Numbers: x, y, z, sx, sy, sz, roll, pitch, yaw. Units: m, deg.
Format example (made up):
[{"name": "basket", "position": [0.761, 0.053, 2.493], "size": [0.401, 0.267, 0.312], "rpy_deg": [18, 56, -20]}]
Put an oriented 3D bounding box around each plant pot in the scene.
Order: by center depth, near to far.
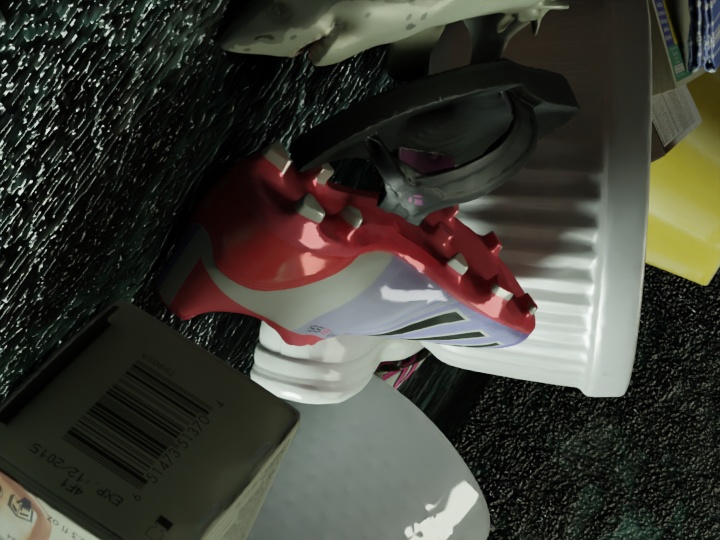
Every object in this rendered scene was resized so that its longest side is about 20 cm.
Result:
[{"name": "plant pot", "position": [0.210, -0.094, 1.389], "size": [0.202, 0.188, 0.201], "rpy_deg": [-55, 170, -14]}]

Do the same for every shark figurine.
[{"name": "shark figurine", "position": [0.037, -0.125, 0.706], "size": [0.127, 0.090, 0.214], "rpy_deg": [-25, 174, 21]}]

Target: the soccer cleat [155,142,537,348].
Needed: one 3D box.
[{"name": "soccer cleat", "position": [0.000, 0.004, 0.788], "size": [0.076, 0.067, 0.199], "rpy_deg": [-42, 147, 21]}]

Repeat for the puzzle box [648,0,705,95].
[{"name": "puzzle box", "position": [0.175, -0.178, 1.147], "size": [0.025, 0.134, 0.200], "rpy_deg": [-15, -176, 18]}]

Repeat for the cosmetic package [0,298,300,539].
[{"name": "cosmetic package", "position": [-0.107, 0.123, 0.719], "size": [0.103, 0.087, 0.201], "rpy_deg": [-49, 167, -50]}]

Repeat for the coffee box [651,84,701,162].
[{"name": "coffee box", "position": [0.140, -0.096, 1.198], "size": [0.114, 0.080, 0.200], "rpy_deg": [-25, -178, 20]}]

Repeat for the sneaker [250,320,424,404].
[{"name": "sneaker", "position": [0.000, 0.000, 0.980], "size": [0.200, 0.074, 0.089], "rpy_deg": [-47, 144, -71]}]

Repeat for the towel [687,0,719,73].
[{"name": "towel", "position": [0.209, -0.234, 1.119], "size": [0.145, 0.024, 0.202], "rpy_deg": [-49, 135, -53]}]

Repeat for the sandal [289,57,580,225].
[{"name": "sandal", "position": [0.042, -0.049, 0.743], "size": [0.075, 0.048, 0.200], "rpy_deg": [-26, 173, 28]}]

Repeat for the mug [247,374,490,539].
[{"name": "mug", "position": [-0.051, 0.160, 1.057], "size": [0.175, 0.148, 0.199], "rpy_deg": [-44, -163, -25]}]

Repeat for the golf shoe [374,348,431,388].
[{"name": "golf shoe", "position": [0.015, 0.030, 1.146], "size": [0.200, 0.072, 0.092], "rpy_deg": [-51, -178, 32]}]

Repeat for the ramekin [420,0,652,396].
[{"name": "ramekin", "position": [0.084, -0.040, 0.941], "size": [0.200, 0.104, 0.203], "rpy_deg": [3, 90, -86]}]
